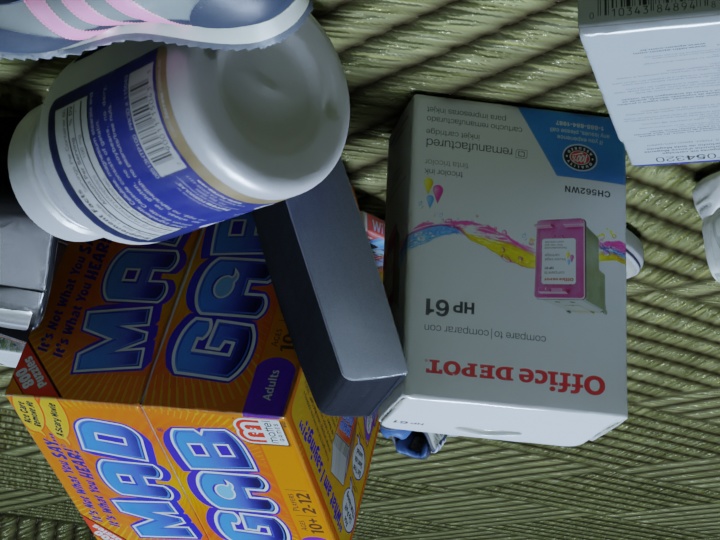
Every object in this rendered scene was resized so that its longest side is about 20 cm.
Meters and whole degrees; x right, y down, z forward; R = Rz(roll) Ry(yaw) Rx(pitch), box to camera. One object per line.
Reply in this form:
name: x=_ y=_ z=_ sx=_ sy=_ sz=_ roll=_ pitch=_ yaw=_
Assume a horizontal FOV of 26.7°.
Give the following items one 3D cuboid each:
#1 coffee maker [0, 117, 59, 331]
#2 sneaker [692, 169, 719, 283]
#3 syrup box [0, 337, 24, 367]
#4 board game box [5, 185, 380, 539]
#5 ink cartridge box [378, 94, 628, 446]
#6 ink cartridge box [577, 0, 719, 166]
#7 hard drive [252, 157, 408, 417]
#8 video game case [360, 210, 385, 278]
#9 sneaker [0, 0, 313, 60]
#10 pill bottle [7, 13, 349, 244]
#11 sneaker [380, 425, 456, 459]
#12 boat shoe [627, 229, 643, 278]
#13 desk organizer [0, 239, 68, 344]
coffee maker: x=-0.292 y=-0.046 z=0.956 sx=0.200 sy=0.135 sz=0.192 roll=0 pitch=148 yaw=-20
sneaker: x=0.329 y=-0.020 z=1.061 sx=0.200 sy=0.081 sz=0.075 roll=4 pitch=161 yaw=-9
syrup box: x=-0.291 y=0.042 z=1.324 sx=0.200 sy=0.079 sz=0.081 roll=6 pitch=164 yaw=17
board game box: x=-0.102 y=0.072 z=1.104 sx=0.199 sy=0.200 sz=0.200 roll=3 pitch=142 yaw=16
ink cartridge box: x=0.091 y=0.002 z=0.962 sx=0.144 sy=0.200 sz=0.085 roll=5 pitch=163 yaw=-10
ink cartridge box: x=0.231 y=-0.115 z=0.830 sx=0.196 sy=0.043 sz=0.200 roll=-4 pitch=164 yaw=16
hard drive: x=-0.028 y=-0.012 z=0.935 sx=0.042 sy=0.200 sz=0.135 roll=-15 pitch=166 yaw=-14
video game case: x=0.000 y=0.000 z=1.225 sx=0.143 sy=0.017 sz=0.200 roll=-13 pitch=160 yaw=32
sneaker: x=-0.127 y=-0.154 z=0.745 sx=0.200 sy=0.070 sz=0.082 roll=-3 pitch=145 yaw=11
pill bottle: x=-0.113 y=-0.079 z=0.867 sx=0.120 sy=0.120 sz=0.200 roll=17 pitch=159 yaw=-39
sneaker: x=0.066 y=0.178 z=1.748 sx=0.077 sy=0.085 sz=0.200 roll=-6 pitch=162 yaw=26
boat shoe: x=0.137 y=-0.009 z=1.143 sx=0.200 sy=0.070 sz=0.071 roll=17 pitch=158 yaw=-38
desk organizer: x=-0.308 y=-0.004 z=1.177 sx=0.200 sy=0.077 sz=0.072 roll=22 pitch=161 yaw=-33
